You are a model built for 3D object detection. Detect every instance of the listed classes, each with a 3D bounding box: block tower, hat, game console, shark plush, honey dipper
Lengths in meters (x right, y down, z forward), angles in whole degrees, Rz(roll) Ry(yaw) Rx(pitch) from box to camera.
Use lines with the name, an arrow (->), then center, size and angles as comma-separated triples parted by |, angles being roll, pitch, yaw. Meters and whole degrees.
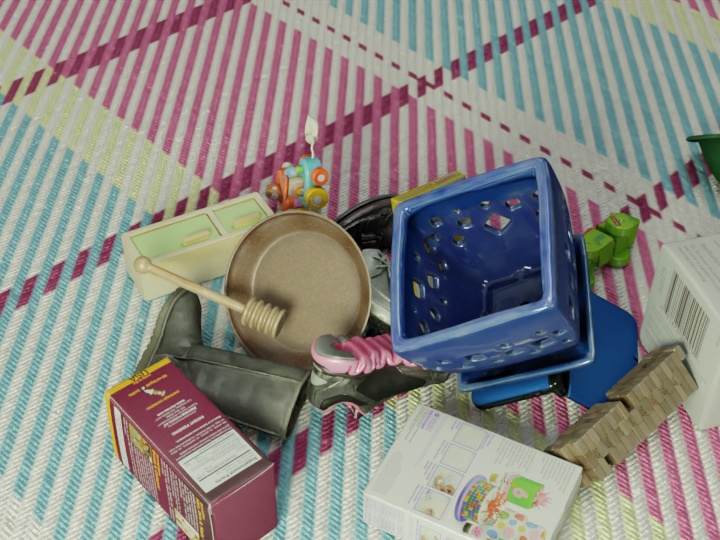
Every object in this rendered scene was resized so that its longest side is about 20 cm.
block tower -> 0.301, 0.165, 1.265 | 0.200, 0.054, 0.058 | -38, 96, -26
hat -> 0.566, -0.110, 1.638 | 0.165, 0.177, 0.200 | 0, 4, 2
game console -> 0.244, 0.111, 1.382 | 0.170, 0.119, 0.200 | -18, 34, 26
shark plush -> -0.021, 0.047, 1.415 | 0.199, 0.091, 0.083 | 17, 13, 24
honey dipper -> -0.186, 0.028, 1.358 | 0.199, 0.038, 0.038 | 23, 45, 9

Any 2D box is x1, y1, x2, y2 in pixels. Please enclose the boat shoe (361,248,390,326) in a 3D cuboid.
boat shoe -> 0.000, 0.000, 1.431 | 0.072, 0.070, 0.201 | -50, 56, 2

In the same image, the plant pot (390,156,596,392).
plant pot -> 0.160, 0.020, 1.267 | 0.199, 0.180, 0.201 | -17, 53, 27

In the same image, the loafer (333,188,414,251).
loafer -> 0.051, -0.066, 1.539 | 0.199, 0.072, 0.063 | -19, 50, -25

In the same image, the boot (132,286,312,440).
boot -> -0.154, 0.107, 1.337 | 0.199, 0.073, 0.182 | 6, 54, 14

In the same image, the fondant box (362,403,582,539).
fondant box -> 0.120, 0.242, 1.202 | 0.199, 0.058, 0.144 | 19, 45, 20

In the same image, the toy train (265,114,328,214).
toy train -> -0.095, -0.115, 1.516 | 0.055, 0.200, 0.151 | -7, 66, -17

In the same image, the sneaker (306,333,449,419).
sneaker -> 0.019, 0.129, 1.317 | 0.199, 0.096, 0.079 | 4, 20, -34

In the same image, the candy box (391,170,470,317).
candy box -> 0.096, -0.014, 1.383 | 0.102, 0.201, 0.026 | -23, 31, -25

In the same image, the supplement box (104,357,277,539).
supplement box -> -0.183, 0.203, 1.198 | 0.085, 0.111, 0.200 | -29, 50, -30

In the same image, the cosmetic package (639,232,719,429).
cosmetic package -> 0.470, 0.061, 1.332 | 0.199, 0.166, 0.165 | -10, 43, -11

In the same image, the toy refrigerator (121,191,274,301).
toy refrigerator -> -0.212, -0.037, 1.497 | 0.199, 0.070, 0.076 | -19, 45, -22

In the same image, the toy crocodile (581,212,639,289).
toy crocodile -> 0.314, -0.028, 1.503 | 0.200, 0.068, 0.062 | -30, 45, -33

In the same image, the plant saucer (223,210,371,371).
plant saucer -> -0.073, 0.027, 1.370 | 0.200, 0.201, 0.037 | 21, 10, 21
